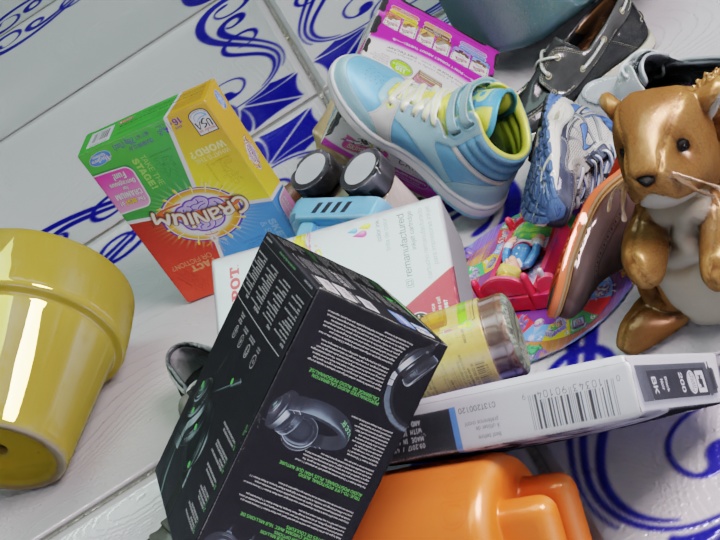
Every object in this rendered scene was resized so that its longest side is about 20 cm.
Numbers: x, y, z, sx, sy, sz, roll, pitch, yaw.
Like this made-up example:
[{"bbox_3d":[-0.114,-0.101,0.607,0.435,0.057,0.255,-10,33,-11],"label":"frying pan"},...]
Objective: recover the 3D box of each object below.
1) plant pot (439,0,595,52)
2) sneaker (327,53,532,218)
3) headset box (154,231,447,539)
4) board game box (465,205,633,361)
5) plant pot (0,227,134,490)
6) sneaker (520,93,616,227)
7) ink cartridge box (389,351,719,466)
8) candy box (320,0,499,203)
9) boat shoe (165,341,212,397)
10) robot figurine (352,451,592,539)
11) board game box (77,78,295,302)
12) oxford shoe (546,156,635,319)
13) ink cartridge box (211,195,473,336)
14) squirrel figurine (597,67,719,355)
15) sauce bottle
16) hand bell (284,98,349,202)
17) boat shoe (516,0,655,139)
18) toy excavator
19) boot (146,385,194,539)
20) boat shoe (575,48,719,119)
[{"bbox_3d":[0.184,-0.340,1.382,0.196,0.197,0.200,-36,23,-12],"label":"plant pot"},{"bbox_3d":[0.069,-0.146,1.215,0.080,0.199,0.131,-53,0,-32],"label":"sneaker"},{"bbox_3d":[-0.049,0.098,0.879,0.201,0.092,0.174,-64,18,4],"label":"headset box"},{"bbox_3d":[0.136,-0.007,1.147,0.157,0.039,0.200,-35,31,-1],"label":"board game box"},{"bbox_3d":[-0.326,0.093,1.317,0.199,0.201,0.190,-17,49,26],"label":"plant pot"},{"bbox_3d":[0.186,-0.092,1.166,0.084,0.078,0.200,15,31,3],"label":"sneaker"},{"bbox_3d":[0.133,0.092,0.929,0.197,0.044,0.199,-17,-10,33],"label":"ink cartridge box"},{"bbox_3d":[0.052,-0.171,1.362,0.061,0.135,0.201,-57,10,42],"label":"candy box"},{"bbox_3d":[-0.110,0.106,1.196,0.073,0.068,0.199,-41,31,-11],"label":"boat shoe"},{"bbox_3d":[0.049,0.183,0.896,0.198,0.117,0.145,-14,45,28],"label":"robot figurine"},{"bbox_3d":[-0.158,-0.074,1.365,0.152,0.201,0.041,-20,33,22],"label":"board game box"},{"bbox_3d":[0.207,-0.033,1.077,0.072,0.071,0.201,29,62,12],"label":"oxford shoe"},{"bbox_3d":[-0.011,0.045,1.099,0.198,0.083,0.147,-16,59,12],"label":"ink cartridge box"},{"bbox_3d":[0.240,-0.068,0.990,0.141,0.187,0.201,-3,42,41],"label":"squirrel figurine"},{"bbox_3d":[0.019,0.073,0.991,0.198,0.065,0.065,-18,33,10],"label":"sauce bottle"},{"bbox_3d":[-0.054,-0.101,1.438,0.200,0.104,0.104,-47,31,0],"label":"hand bell"},{"bbox_3d":[0.189,-0.192,1.333,0.199,0.068,0.072,-39,32,-6],"label":"boat shoe"},{"bbox_3d":[0.000,0.000,1.239,0.193,0.100,0.201,2,60,44],"label":"toy excavator"},{"bbox_3d":[-0.136,0.189,1.073,0.130,0.068,0.200,-34,48,-1],"label":"boot"},{"bbox_3d":[0.264,-0.162,1.214,0.200,0.072,0.070,9,51,49],"label":"boat shoe"}]
